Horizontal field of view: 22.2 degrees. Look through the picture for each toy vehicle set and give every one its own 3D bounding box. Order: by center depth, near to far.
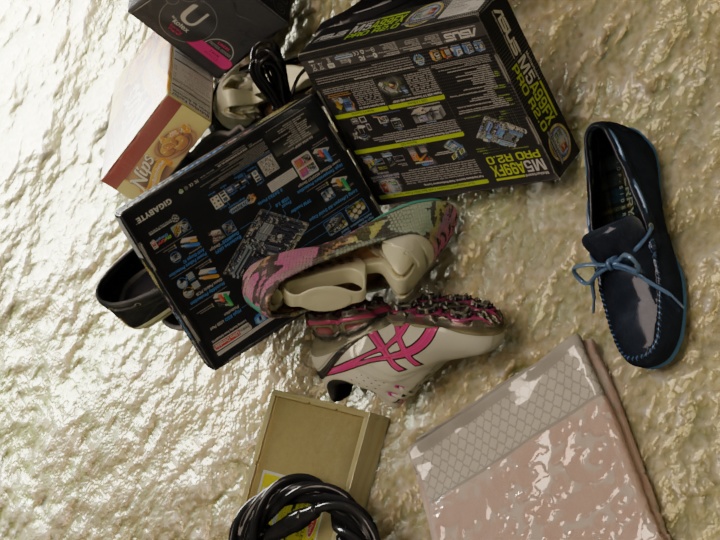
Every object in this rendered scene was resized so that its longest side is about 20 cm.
[{"bbox_3d":[-0.053,0.211,1.598,0.124,0.026,0.201,11,83,44],"label":"toy vehicle set"}]

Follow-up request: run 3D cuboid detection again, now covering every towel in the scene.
[{"bbox_3d":[0.132,0.175,1.438,0.200,0.032,0.192,-36,54,29],"label":"towel"}]

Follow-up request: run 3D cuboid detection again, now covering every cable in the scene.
[{"bbox_3d":[-0.039,0.261,1.523,0.199,0.051,0.164,21,85,47],"label":"cable"}]

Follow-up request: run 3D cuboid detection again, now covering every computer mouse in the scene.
[{"bbox_3d":[0.008,-0.174,1.629,0.199,0.141,0.046,-28,39,-12],"label":"computer mouse"}]

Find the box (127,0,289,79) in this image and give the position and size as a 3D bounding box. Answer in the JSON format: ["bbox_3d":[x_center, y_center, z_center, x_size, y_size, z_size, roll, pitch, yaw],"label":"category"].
[{"bbox_3d":[-0.144,-0.307,1.772,0.106,0.122,0.201,-33,39,30],"label":"box"}]

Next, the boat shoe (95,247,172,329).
[{"bbox_3d":[-0.161,-0.016,1.651,0.200,0.062,0.075,-36,52,26],"label":"boat shoe"}]

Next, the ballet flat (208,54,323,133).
[{"bbox_3d":[-0.091,-0.172,1.737,0.199,0.068,0.068,-18,80,38],"label":"ballet flat"}]

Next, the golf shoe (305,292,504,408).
[{"bbox_3d":[0.043,0.068,1.542,0.199,0.072,0.093,-4,99,42],"label":"golf shoe"}]

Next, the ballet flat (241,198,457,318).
[{"bbox_3d":[0.000,0.000,1.536,0.199,0.069,0.071,-18,37,-13],"label":"ballet flat"}]

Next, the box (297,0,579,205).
[{"bbox_3d":[0.063,-0.140,1.531,0.199,0.161,0.044,-7,33,42],"label":"box"}]

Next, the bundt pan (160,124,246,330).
[{"bbox_3d":[-0.109,-0.028,1.701,0.201,0.076,0.203,-17,65,39],"label":"bundt pan"}]

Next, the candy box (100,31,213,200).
[{"bbox_3d":[-0.195,-0.164,1.788,0.116,0.055,0.200,-49,24,25],"label":"candy box"}]

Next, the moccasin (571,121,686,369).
[{"bbox_3d":[0.197,-0.021,1.420,0.080,0.068,0.201,-28,58,33],"label":"moccasin"}]

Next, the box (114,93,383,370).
[{"bbox_3d":[-0.087,-0.034,1.575,0.199,0.159,0.046,-33,11,-9],"label":"box"}]
